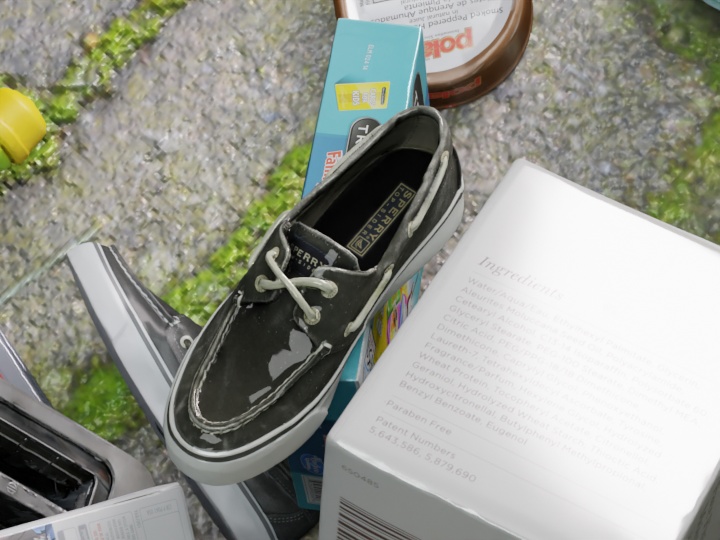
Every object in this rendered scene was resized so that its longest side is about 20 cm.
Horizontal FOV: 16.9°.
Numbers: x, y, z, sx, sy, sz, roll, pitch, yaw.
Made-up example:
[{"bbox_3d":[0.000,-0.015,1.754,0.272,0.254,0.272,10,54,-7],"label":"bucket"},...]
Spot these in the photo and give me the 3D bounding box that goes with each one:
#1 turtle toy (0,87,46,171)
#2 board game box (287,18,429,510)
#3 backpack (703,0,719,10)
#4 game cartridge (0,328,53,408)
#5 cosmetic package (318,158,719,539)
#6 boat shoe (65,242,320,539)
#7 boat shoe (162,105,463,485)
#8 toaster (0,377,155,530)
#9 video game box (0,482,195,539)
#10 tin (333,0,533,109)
[{"bbox_3d":[-0.279,-0.083,1.327,0.199,0.101,0.146,33,75,35],"label":"turtle toy"},{"bbox_3d":[0.000,0.000,1.223,0.046,0.151,0.201,6,61,9],"label":"board game box"},{"bbox_3d":[0.241,-0.225,1.277,0.174,0.154,0.202,6,65,12],"label":"backpack"},{"bbox_3d":[-0.229,0.099,1.310,0.133,0.041,0.201,-37,72,0],"label":"game cartridge"},{"bbox_3d":[0.095,0.091,1.163,0.164,0.165,0.200,25,55,16],"label":"cosmetic package"},{"bbox_3d":[-0.087,0.064,1.288,0.056,0.069,0.201,-31,77,-10],"label":"boat shoe"},{"bbox_3d":[-0.024,0.006,1.097,0.070,0.064,0.200,29,66,19],"label":"boat shoe"},{"bbox_3d":[-0.207,0.152,1.167,0.118,0.199,0.182,-16,48,47],"label":"toaster"},{"bbox_3d":[-0.139,0.214,1.099,0.047,0.181,0.202,-16,86,46],"label":"video game box"},{"bbox_3d":[0.032,-0.190,1.358,0.111,0.042,0.202,-12,72,9],"label":"tin"}]
